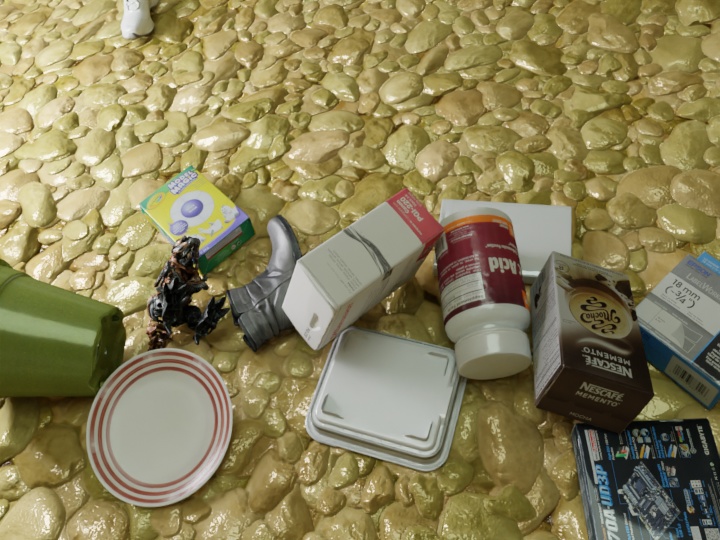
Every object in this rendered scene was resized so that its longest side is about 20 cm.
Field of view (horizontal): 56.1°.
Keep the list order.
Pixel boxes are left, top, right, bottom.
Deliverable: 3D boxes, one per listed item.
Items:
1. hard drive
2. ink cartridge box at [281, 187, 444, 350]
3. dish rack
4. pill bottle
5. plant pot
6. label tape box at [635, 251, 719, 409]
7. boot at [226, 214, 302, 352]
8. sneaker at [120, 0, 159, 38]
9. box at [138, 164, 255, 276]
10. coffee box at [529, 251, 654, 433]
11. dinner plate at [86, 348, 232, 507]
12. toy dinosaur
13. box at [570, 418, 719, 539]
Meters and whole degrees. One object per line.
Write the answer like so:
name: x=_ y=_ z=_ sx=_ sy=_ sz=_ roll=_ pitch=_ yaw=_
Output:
hard drive: x=0.213 y=-0.044 z=1.009 sx=0.195 sy=0.027 sz=0.134 roll=4 pitch=56 yaw=13
ink cartridge box: x=0.000 y=0.000 z=0.905 sx=0.199 sy=0.146 sz=0.085 roll=-37 pitch=77 yaw=-28
dish rack: x=0.034 y=0.156 z=0.889 sx=0.195 sy=0.044 sz=0.174 roll=12 pitch=57 yaw=16
pill bottle: x=0.162 y=0.031 z=0.893 sx=0.111 sy=0.115 sz=0.204 roll=-7 pitch=63 yaw=4
plant pot: x=-0.434 y=0.099 z=0.935 sx=0.185 sy=0.202 sz=0.204 roll=10 pitch=56 yaw=0
label tape box: x=0.458 y=0.056 z=0.877 sx=0.199 sy=0.064 sz=0.144 roll=-39 pitch=59 yaw=-17
boot: x=-0.142 y=0.011 z=1.001 sx=0.129 sy=0.070 sz=0.202 roll=-21 pitch=53 yaw=-7
sneaker: x=-0.487 y=-0.578 z=1.458 sx=0.073 sy=0.088 sz=0.204 roll=-7 pitch=56 yaw=2
box: x=-0.276 y=-0.093 z=1.111 sx=0.117 sy=0.049 sz=0.199 roll=-41 pitch=57 yaw=-18
coffee box: x=0.277 y=0.083 z=0.831 sx=0.110 sy=0.081 sz=0.202 roll=17 pitch=42 yaw=-3
dinner plate: x=-0.263 y=0.205 z=0.894 sx=0.195 sy=0.024 sz=0.205 roll=-1 pitch=71 yaw=3
toy dinosaur: x=-0.266 y=0.052 z=0.984 sx=0.100 sy=0.206 sz=0.134 roll=-2 pitch=6 yaw=-39
box: x=0.333 y=0.271 z=0.758 sx=0.155 sy=0.046 sz=0.204 roll=-4 pitch=55 yaw=7
